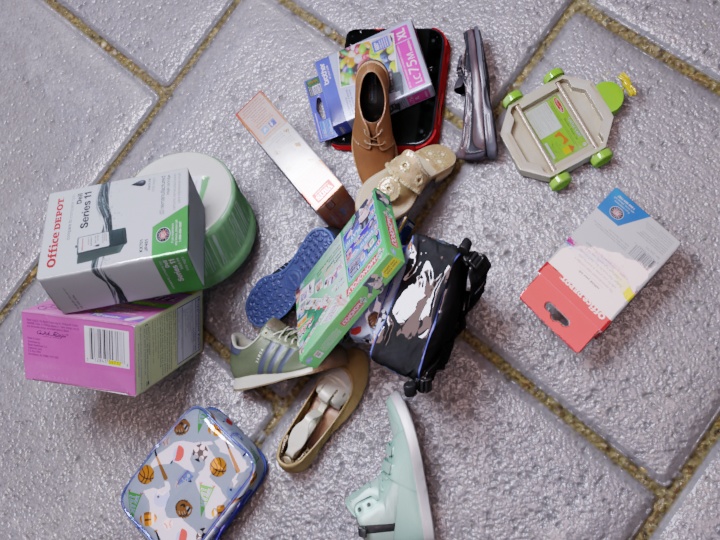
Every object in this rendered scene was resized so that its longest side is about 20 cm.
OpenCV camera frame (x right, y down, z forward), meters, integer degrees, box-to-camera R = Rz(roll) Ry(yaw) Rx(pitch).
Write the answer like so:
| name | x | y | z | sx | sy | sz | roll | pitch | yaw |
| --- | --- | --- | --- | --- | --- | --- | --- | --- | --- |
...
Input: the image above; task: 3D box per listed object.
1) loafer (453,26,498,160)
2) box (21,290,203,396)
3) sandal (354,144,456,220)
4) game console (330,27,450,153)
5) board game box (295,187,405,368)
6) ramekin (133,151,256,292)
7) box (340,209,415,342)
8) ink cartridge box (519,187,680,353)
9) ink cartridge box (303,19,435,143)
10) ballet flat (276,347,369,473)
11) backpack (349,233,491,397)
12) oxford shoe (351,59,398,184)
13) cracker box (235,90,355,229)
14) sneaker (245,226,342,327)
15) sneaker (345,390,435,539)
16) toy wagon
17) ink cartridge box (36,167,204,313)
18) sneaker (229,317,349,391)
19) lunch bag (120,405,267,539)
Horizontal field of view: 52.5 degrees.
| name | x | y | z | sx | sy | sz | roll | pitch | yaw |
| --- | --- | --- | --- | --- | --- | --- | --- | --- | --- |
| loafer | 0.164 | -0.263 | 1.090 | 0.061 | 0.072 | 0.207 | -9 | 79 | 14 |
| box | -0.345 | 0.087 | 1.046 | 0.170 | 0.200 | 0.100 | 6 | 103 | 14 |
| sandal | 0.068 | -0.144 | 1.023 | 0.077 | 0.071 | 0.210 | 37 | 50 | 20 |
| game console | 0.047 | -0.283 | 1.143 | 0.172 | 0.031 | 0.206 | 4 | 78 | 20 |
| board game box | -0.020 | 0.010 | 0.942 | 0.201 | 0.029 | 0.136 | -50 | 31 | 29 |
| ramekin | -0.261 | -0.080 | 1.093 | 0.193 | 0.099 | 0.205 | -3 | 56 | 5 |
| box | 0.000 | 0.000 | 1.053 | 0.063 | 0.070 | 0.203 | 31 | 94 | 15 |
| ink cartridge box | 0.320 | 0.006 | 0.994 | 0.200 | 0.067 | 0.116 | -46 | 72 | 0 |
| ink cartridge box | 0.007 | -0.289 | 1.122 | 0.195 | 0.042 | 0.123 | -21 | 71 | 14 |
| ballet flat | -0.052 | 0.199 | 1.036 | 0.068 | 0.063 | 0.203 | 30 | 85 | 19 |
| backpack | 0.077 | 0.053 | 0.975 | 0.151 | 0.190 | 0.204 | 25 | 87 | 22 |
| oxford shoe | 0.017 | -0.197 | 1.067 | 0.069 | 0.072 | 0.206 | -5 | 111 | 5 |
| cracker box | -0.089 | -0.156 | 1.086 | 0.057 | 0.134 | 0.201 | -41 | 72 | 0 |
| sneaker | -0.088 | 0.012 | 1.089 | 0.199 | 0.077 | 0.071 | -42 | 73 | 23 |
| sneaker | 0.029 | 0.273 | 0.993 | 0.115 | 0.074 | 0.207 | -10 | 78 | 3 |
| toy wagon | 0.305 | -0.216 | 1.062 | 0.196 | 0.040 | 0.158 | -28 | 74 | 4 |
| ink cartridge box | -0.310 | -0.040 | 0.962 | 0.194 | 0.084 | 0.150 | -11 | 54 | 0 |
| sneaker | -0.111 | 0.110 | 1.041 | 0.196 | 0.067 | 0.093 | -16 | 83 | 28 |
| lunch bag | -0.237 | 0.311 | 1.048 | 0.159 | 0.076 | 0.202 | 38 | 87 | 15 |
